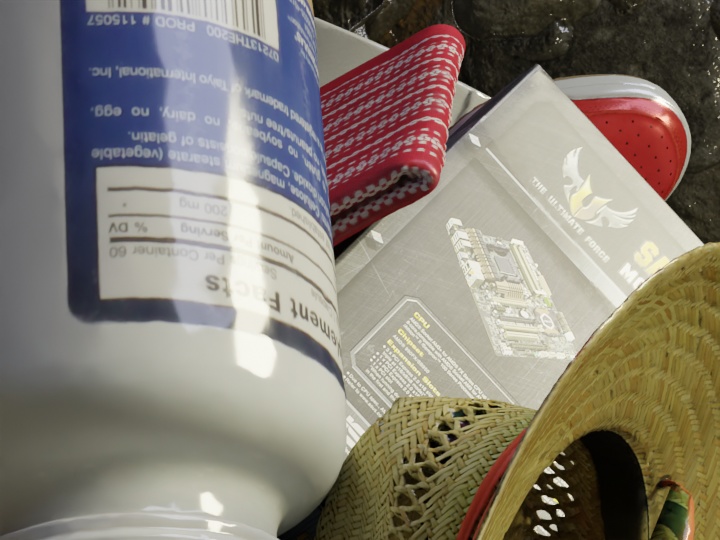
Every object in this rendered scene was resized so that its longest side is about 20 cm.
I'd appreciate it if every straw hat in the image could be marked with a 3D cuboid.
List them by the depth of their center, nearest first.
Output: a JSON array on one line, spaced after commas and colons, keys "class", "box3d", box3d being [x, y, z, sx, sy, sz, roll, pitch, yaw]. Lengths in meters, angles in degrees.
[{"class": "straw hat", "box3d": [0.034, 0.078, 0.604, 0.085, 0.202, 0.201, 19, 1, 33]}]

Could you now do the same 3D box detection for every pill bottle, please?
[{"class": "pill bottle", "box3d": [-0.060, 0.007, 0.600, 0.111, 0.111, 0.201, 23, 53, -43]}]

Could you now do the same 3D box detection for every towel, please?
[{"class": "towel", "box3d": [-0.031, -0.021, 0.759, 0.023, 0.144, 0.200, 59, 12, -12]}]

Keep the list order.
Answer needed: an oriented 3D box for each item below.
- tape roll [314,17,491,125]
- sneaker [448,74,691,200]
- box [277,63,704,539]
[{"class": "tape roll", "box3d": [-0.006, -0.028, 1.123, 0.202, 0.140, 0.203, 24, -1, 1]}, {"class": "sneaker", "box3d": [0.028, 0.003, 0.789, 0.113, 0.199, 0.072, -119, -175, -70]}, {"class": "box", "box3d": [0.065, 0.061, 0.715, 0.200, 0.158, 0.048, 47, -35, -2]}]
